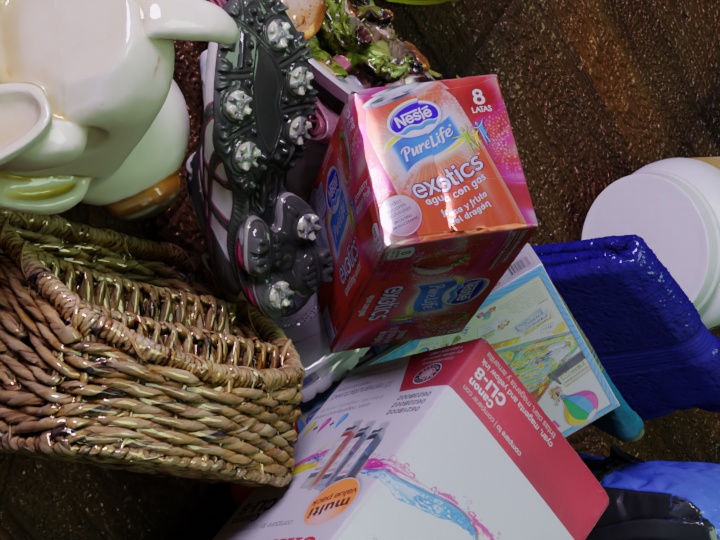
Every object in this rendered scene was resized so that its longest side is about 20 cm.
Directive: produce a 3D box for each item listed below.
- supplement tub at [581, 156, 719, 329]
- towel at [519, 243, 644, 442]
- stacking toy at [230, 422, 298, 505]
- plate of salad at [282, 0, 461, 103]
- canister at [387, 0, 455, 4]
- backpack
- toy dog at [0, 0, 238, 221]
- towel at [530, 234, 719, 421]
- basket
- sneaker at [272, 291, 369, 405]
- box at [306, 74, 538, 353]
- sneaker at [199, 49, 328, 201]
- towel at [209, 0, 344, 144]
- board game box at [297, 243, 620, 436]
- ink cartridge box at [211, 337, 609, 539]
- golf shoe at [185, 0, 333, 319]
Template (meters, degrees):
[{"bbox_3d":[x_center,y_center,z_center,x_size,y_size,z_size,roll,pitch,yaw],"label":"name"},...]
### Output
[{"bbox_3d":[0.289,-0.023,1.565,0.199,0.144,0.145,-6,94,-48],"label":"supplement tub"},{"bbox_3d":[0.124,0.035,1.385,0.022,0.146,0.200,-42,120,-15],"label":"towel"},{"bbox_3d":[-0.052,0.176,1.237,0.085,0.085,0.201,-23,100,-46],"label":"stacking toy"},{"bbox_3d":[-0.004,-0.154,1.230,0.200,0.200,0.048,22,115,-46],"label":"plate of salad"},{"bbox_3d":[0.024,-0.304,1.322,0.148,0.086,0.201,13,78,-47],"label":"canister"},{"bbox_3d":[0.226,0.214,1.447,0.167,0.199,0.163,-20,103,-46],"label":"backpack"},{"bbox_3d":[-0.158,-0.104,1.049,0.200,0.193,0.140,66,2,-74],"label":"toy dog"},{"bbox_3d":[0.204,0.044,1.469,0.200,0.147,0.050,47,47,-35],"label":"towel"},{"bbox_3d":[-0.124,0.044,1.104,0.200,0.142,0.150,17,77,-47],"label":"basket"},{"bbox_3d":[0.000,0.000,1.263,0.200,0.075,0.082,-44,119,-18],"label":"sneaker"},{"bbox_3d":[0.030,-0.030,1.147,0.095,0.200,0.100,-9,72,-13],"label":"box"},{"bbox_3d":[-0.040,-0.090,1.264,0.200,0.075,0.089,37,21,-55],"label":"sneaker"},{"bbox_3d":[-0.005,-0.113,1.247,0.200,0.144,0.023,13,118,-53],"label":"towel"},{"bbox_3d":[0.062,0.088,1.297,0.199,0.034,0.135,-30,119,3],"label":"board game box"},{"bbox_3d":[0.022,0.168,1.158,0.145,0.145,0.200,52,54,-17],"label":"ink cartridge box"},{"bbox_3d":[-0.075,-0.070,1.124,0.077,0.088,0.201,-24,121,-39],"label":"golf shoe"}]
